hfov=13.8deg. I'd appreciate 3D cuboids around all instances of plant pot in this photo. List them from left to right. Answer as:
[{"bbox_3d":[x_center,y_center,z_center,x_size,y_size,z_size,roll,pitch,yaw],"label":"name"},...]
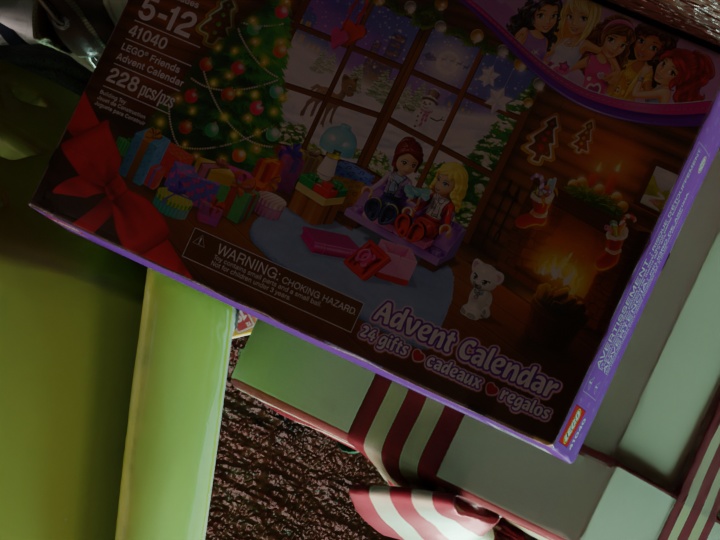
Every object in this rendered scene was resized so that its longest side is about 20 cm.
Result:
[{"bbox_3d":[-0.139,0.033,1.120,0.181,0.199,0.200,7,-157,-3],"label":"plant pot"}]

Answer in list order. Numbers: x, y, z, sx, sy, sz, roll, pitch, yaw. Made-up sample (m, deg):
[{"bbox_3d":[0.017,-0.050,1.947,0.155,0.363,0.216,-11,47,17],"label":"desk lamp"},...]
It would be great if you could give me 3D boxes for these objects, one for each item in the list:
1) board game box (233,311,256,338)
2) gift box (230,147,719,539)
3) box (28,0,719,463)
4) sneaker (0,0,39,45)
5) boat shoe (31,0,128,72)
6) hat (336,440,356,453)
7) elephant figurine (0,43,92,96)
[{"bbox_3d":[0.000,0.000,1.476,0.199,0.030,0.096,-10,-170,15],"label":"board game box"},{"bbox_3d":[0.070,0.026,1.144,0.200,0.187,0.184,22,175,37],"label":"gift box"},{"bbox_3d":[0.008,-0.040,0.973,0.200,0.137,0.039,24,175,18],"label":"box"},{"bbox_3d":[-0.140,-0.137,1.281,0.080,0.077,0.200,11,177,14],"label":"sneaker"},{"bbox_3d":[-0.093,-0.108,1.186,0.075,0.075,0.202,7,162,11],"label":"boat shoe"},{"bbox_3d":[-0.041,-0.016,1.575,0.176,0.166,0.200,30,170,-12],"label":"hat"},{"bbox_3d":[-0.129,-0.048,1.278,0.142,0.155,0.200,57,146,6],"label":"elephant figurine"}]
